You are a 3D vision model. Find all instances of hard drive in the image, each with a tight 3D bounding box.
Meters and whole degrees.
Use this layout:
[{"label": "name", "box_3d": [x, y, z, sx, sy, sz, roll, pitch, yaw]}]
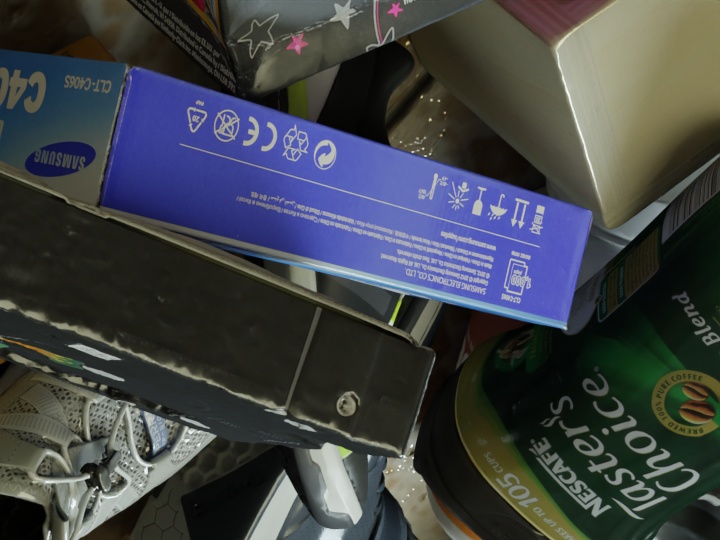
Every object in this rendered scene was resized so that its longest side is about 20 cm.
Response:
[{"label": "hard drive", "box_3d": [-0.095, 0.003, 0.563, 0.199, 0.140, 0.038, 21, 79, -22]}]

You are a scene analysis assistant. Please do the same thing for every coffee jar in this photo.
[{"label": "coffee jar", "box_3d": [0.115, 0.043, 0.768, 0.104, 0.085, 0.200, 40, 127, -12]}]

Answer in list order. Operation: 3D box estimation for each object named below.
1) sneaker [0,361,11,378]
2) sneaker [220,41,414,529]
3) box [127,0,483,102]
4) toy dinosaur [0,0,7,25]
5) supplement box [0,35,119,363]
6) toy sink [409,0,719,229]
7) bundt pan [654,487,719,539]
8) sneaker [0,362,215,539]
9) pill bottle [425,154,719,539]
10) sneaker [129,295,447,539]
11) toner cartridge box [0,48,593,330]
[{"label": "sneaker", "box_3d": [-0.179, 0.094, 0.740, 0.199, 0.070, 0.082, -23, 131, -22]}, {"label": "sneaker", "box_3d": [0.000, 0.000, 0.752, 0.082, 0.072, 0.201, -9, 102, -11]}, {"label": "box", "box_3d": [0.008, -0.163, 0.633, 0.199, 0.132, 0.115, -25, 133, -21]}, {"label": "toy dinosaur", "box_3d": [-0.158, -0.061, 0.628, 0.200, 0.058, 0.101, 33, 97, -24]}, {"label": "supplement box", "box_3d": [-0.155, 0.000, 0.686, 0.199, 0.069, 0.067, -32, 140, -18]}, {"label": "toy sink", "box_3d": [0.122, -0.138, 0.751, 0.200, 0.130, 0.112, -35, 138, -9]}, {"label": "bundt pan", "box_3d": [0.120, 0.173, 1.049, 0.201, 0.076, 0.203, -22, 135, -23]}, {"label": "sneaker", "box_3d": [-0.107, 0.076, 0.686, 0.200, 0.082, 0.075, -34, 119, -25]}, {"label": "pill bottle", "box_3d": [0.103, 0.033, 0.892, 0.112, 0.112, 0.201, -9, 128, -34]}, {"label": "sneaker", "box_3d": [-0.001, 0.074, 0.869, 0.203, 0.077, 0.146, -55, 143, 6]}, {"label": "toner cartridge box", "box_3d": [-0.026, -0.024, 0.631, 0.199, 0.095, 0.043, 14, 88, -42]}]
